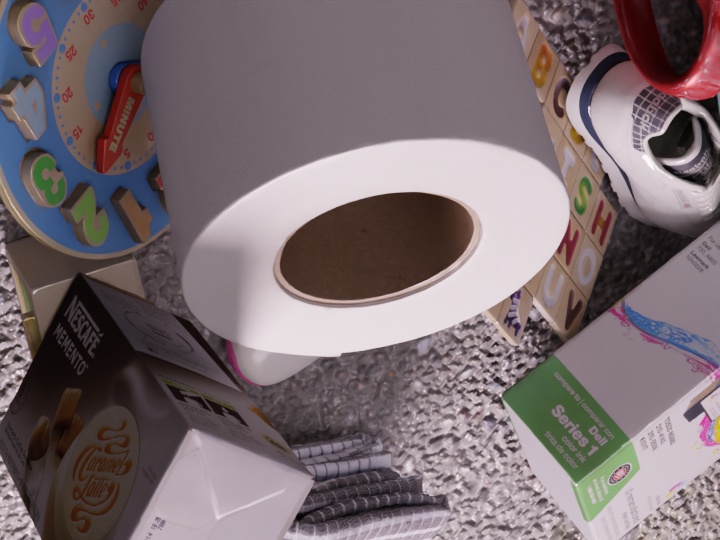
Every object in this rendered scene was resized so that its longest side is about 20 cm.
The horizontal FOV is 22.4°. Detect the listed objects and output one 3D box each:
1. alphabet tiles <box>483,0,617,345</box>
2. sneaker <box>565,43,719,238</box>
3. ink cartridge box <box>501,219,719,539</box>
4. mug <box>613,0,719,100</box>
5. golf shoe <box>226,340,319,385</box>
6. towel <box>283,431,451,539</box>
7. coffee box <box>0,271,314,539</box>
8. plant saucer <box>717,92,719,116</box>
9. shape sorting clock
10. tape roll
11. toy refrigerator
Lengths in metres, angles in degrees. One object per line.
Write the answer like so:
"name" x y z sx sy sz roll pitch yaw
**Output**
"alphabet tiles" 0.108 -0.042 1.121 0.200 0.008 0.168 47 58 -49
"sneaker" 0.207 -0.066 1.167 0.200 0.080 0.077 34 87 -47
"ink cartridge box" 0.203 0.076 1.205 0.200 0.084 0.145 -38 151 -6
"mug" 0.189 -0.209 1.044 0.177 0.200 0.133 -44 122 0
"golf shoe" 0.000 0.000 1.112 0.200 0.092 0.075 -46 123 1
"towel" -0.039 0.201 1.135 0.200 0.085 0.166 -3 116 -57
"coffee box" -0.114 0.097 0.949 0.079 0.200 0.115 24 101 -31
"plant saucer" 0.250 -0.104 1.144 0.036 0.200 0.201 -7 120 18
"shape sorting clock" -0.130 -0.105 0.987 0.200 0.039 0.201 -32 129 -50
"tape roll" -0.005 -0.065 0.938 0.201 0.140 0.203 -10 151 -6
"toy refrigerator" -0.155 0.078 1.084 0.070 0.076 0.201 -17 118 -16
